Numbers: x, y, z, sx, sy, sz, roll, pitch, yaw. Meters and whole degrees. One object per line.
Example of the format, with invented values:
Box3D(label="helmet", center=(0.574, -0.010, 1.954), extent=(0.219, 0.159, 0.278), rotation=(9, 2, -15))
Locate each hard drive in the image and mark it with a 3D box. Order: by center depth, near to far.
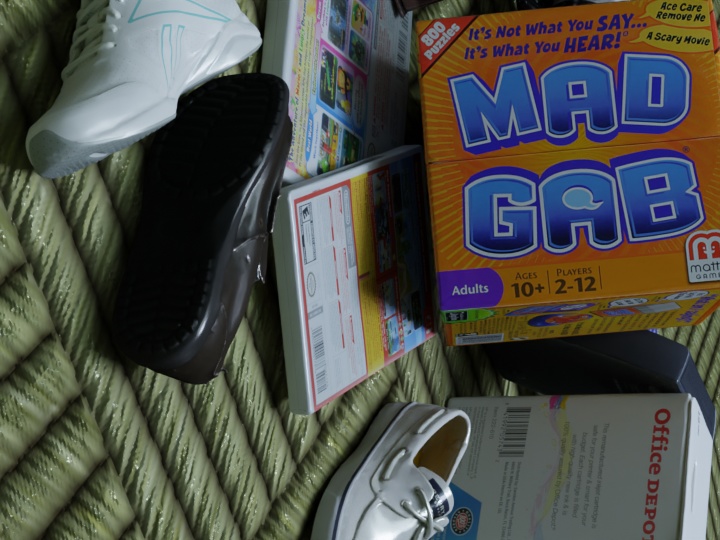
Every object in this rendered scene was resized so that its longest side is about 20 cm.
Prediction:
Box3D(label="hard drive", center=(0.188, 0.076, 1.232), extent=(0.042, 0.200, 0.135), rotation=(-59, 143, -18))

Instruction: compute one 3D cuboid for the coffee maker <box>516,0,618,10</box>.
Box3D(label="coffee maker", center=(0.190, -0.174, 1.328), extent=(0.192, 0.134, 0.200), rotation=(80, 29, -52))

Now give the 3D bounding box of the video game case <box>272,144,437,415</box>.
Box3D(label="video game case", center=(0.000, 0.000, 1.023), extent=(0.200, 0.017, 0.143), rotation=(-26, 113, -60))

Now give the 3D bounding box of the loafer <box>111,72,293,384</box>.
Box3D(label="loafer", center=(-0.084, -0.024, 0.848), extent=(0.071, 0.073, 0.200), rotation=(66, 36, -53))

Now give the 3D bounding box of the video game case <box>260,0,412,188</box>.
Box3D(label="video game case", center=(-0.015, -0.133, 1.047), extent=(0.182, 0.024, 0.200), rotation=(31, 60, -59))

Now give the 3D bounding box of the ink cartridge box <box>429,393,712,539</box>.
Box3D(label="ink cartridge box", center=(0.163, 0.175, 1.164), extent=(0.085, 0.200, 0.145), rotation=(53, 42, -48))

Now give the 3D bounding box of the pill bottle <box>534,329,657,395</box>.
Box3D(label="pill bottle", center=(0.197, 0.028, 1.350), extent=(0.120, 0.120, 0.200), rotation=(-50, 130, -55))

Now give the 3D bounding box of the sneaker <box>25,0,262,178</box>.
Box3D(label="sneaker", center=(-0.124, -0.111, 0.784), extent=(0.080, 0.070, 0.200), rotation=(60, 31, -16))

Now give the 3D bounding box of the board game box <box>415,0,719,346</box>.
Box3D(label="board game box", center=(0.149, -0.063, 1.088), extent=(0.200, 0.199, 0.200), rotation=(67, 18, -79))

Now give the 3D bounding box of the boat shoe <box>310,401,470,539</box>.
Box3D(label="boat shoe", center=(0.027, 0.157, 1.037), extent=(0.200, 0.070, 0.071), rotation=(-53, 133, -54))

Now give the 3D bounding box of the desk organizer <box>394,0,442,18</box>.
Box3D(label="desk organizer", center=(0.076, -0.271, 1.159), extent=(0.072, 0.077, 0.200), rotation=(67, 26, -24))
